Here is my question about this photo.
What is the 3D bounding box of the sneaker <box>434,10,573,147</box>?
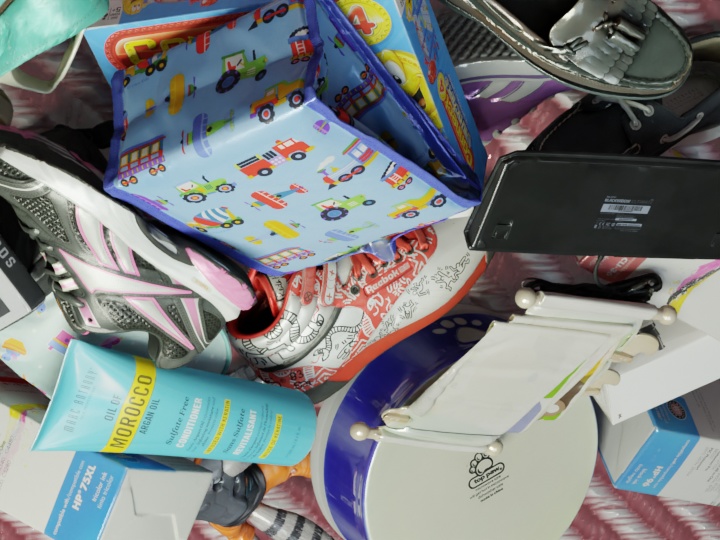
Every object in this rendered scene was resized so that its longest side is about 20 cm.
[{"bbox_3d":[0.088,-0.115,1.615,0.200,0.073,0.114,-9,136,5],"label":"sneaker"}]

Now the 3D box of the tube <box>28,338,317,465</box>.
[{"bbox_3d":[-0.118,0.090,1.588,0.200,0.050,0.078,11,103,-41],"label":"tube"}]

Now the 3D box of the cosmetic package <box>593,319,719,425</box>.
[{"bbox_3d":[0.249,0.032,1.775,0.200,0.083,0.051,-23,135,-10],"label":"cosmetic package"}]

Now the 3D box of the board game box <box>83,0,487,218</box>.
[{"bbox_3d":[-0.043,-0.109,1.531,0.199,0.056,0.196,-7,136,18],"label":"board game box"}]

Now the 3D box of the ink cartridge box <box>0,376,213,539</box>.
[{"bbox_3d":[-0.214,0.123,1.658,0.116,0.200,0.067,13,101,-63],"label":"ink cartridge box"}]

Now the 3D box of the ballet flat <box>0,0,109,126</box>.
[{"bbox_3d":[-0.222,-0.118,1.479,0.070,0.067,0.200,42,123,-18],"label":"ballet flat"}]

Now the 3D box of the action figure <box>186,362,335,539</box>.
[{"bbox_3d":[-0.077,0.137,1.772,0.200,0.105,0.193,-43,140,22],"label":"action figure"}]

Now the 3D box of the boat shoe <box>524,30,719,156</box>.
[{"bbox_3d":[0.180,-0.104,1.618,0.200,0.076,0.060,-32,151,-37],"label":"boat shoe"}]

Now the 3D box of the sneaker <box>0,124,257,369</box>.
[{"bbox_3d":[-0.159,-0.006,1.482,0.200,0.080,0.086,35,94,-20],"label":"sneaker"}]

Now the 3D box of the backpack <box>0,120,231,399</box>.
[{"bbox_3d":[-0.176,0.019,1.608,0.167,0.127,0.200,-35,136,10],"label":"backpack"}]

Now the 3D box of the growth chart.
[{"bbox_3d":[0.106,0.071,1.653,0.144,0.018,0.200,13,138,-37],"label":"growth chart"}]

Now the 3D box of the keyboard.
[{"bbox_3d":[0.157,-0.025,1.585,0.199,0.021,0.127,3,128,-26],"label":"keyboard"}]

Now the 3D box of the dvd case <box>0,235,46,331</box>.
[{"bbox_3d":[-0.305,0.000,1.524,0.200,0.025,0.150,-28,104,36],"label":"dvd case"}]

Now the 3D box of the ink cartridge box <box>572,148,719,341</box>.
[{"bbox_3d":[0.218,-0.024,1.707,0.200,0.117,0.068,26,118,-35],"label":"ink cartridge box"}]

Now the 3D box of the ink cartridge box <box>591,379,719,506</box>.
[{"bbox_3d":[0.269,0.116,1.856,0.200,0.116,0.068,12,127,-27],"label":"ink cartridge box"}]

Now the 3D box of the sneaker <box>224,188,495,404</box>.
[{"bbox_3d":[0.000,0.001,1.668,0.201,0.067,0.108,-41,139,5],"label":"sneaker"}]

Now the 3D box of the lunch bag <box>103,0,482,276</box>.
[{"bbox_3d":[-0.032,-0.059,1.487,0.150,0.094,0.200,-21,139,27],"label":"lunch bag"}]

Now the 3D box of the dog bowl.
[{"bbox_3d":[0.069,0.130,1.778,0.200,0.079,0.201,-12,116,-27],"label":"dog bowl"}]

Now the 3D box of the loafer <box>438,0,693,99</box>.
[{"bbox_3d":[0.114,-0.163,1.518,0.200,0.063,0.072,26,86,-2],"label":"loafer"}]
